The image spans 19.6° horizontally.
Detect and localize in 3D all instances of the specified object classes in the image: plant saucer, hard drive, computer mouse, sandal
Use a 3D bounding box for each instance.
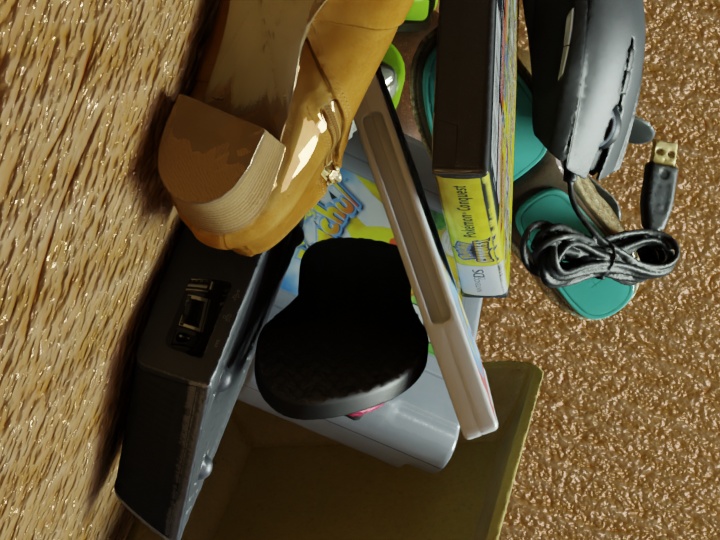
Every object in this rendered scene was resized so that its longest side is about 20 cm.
[{"bbox_3d":[-0.013,0.128,1.083,0.200,0.200,0.048,-67,149,-51],"label":"plant saucer"},{"bbox_3d":[-0.061,0.009,0.946,0.135,0.042,0.200,106,3,-49],"label":"hard drive"},{"bbox_3d":[0.137,-0.087,1.083,0.140,0.046,0.200,10,79,-52],"label":"computer mouse"},{"bbox_3d":[-0.005,0.035,0.970,0.200,0.075,0.045,-74,171,-71],"label":"sandal"}]

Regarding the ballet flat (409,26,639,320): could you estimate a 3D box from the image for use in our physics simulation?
[{"bbox_3d":[0.082,-0.056,1.120,0.070,0.200,0.065,-30,-152,6],"label":"ballet flat"}]

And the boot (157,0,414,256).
[{"bbox_3d":[-0.015,-0.100,0.806,0.201,0.071,0.144,-61,173,0],"label":"boot"}]

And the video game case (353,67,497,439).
[{"bbox_3d":[0.021,-0.031,0.957,0.143,0.017,0.200,-84,155,-83],"label":"video game case"}]

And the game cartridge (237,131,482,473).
[{"bbox_3d":[0.000,0.000,1.095,0.040,0.133,0.200,124,-17,-48],"label":"game cartridge"}]

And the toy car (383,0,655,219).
[{"bbox_3d":[0.068,-0.079,1.246,0.164,0.200,0.158,105,5,-55],"label":"toy car"}]

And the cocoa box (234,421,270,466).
[{"bbox_3d":[-0.052,0.166,1.257,0.200,0.131,0.133,105,8,-57],"label":"cocoa box"}]

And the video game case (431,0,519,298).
[{"bbox_3d":[0.055,-0.107,0.953,0.181,0.025,0.200,68,24,-72],"label":"video game case"}]

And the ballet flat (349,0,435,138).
[{"bbox_3d":[0.000,-0.121,1.063,0.067,0.062,0.200,90,19,-78],"label":"ballet flat"}]
